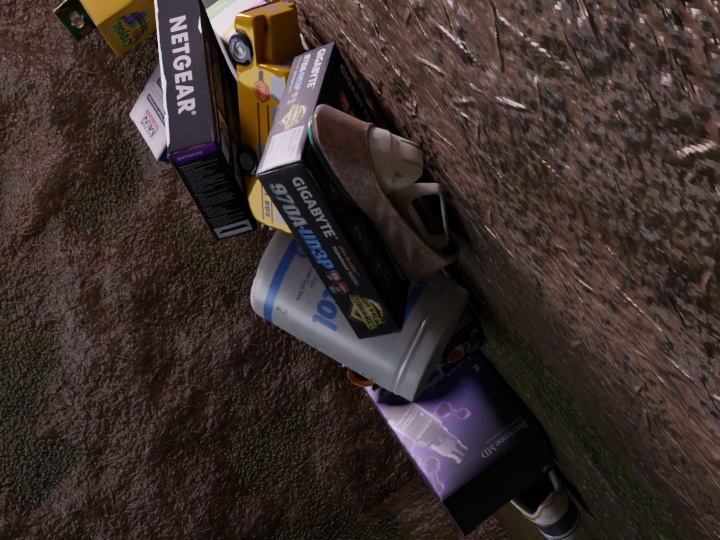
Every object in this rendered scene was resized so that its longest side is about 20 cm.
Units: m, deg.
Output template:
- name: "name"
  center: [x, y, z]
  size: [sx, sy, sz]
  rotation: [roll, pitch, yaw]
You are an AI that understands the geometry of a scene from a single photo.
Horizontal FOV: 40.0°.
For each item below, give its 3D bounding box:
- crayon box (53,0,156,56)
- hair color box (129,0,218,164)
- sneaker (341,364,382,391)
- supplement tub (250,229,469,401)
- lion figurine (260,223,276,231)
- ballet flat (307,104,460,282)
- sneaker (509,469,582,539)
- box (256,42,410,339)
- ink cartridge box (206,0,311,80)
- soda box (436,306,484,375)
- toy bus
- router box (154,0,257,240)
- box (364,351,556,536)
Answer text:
- name: "crayon box"
  center: [-0.260, -0.330, 1.185]
  size: [0.051, 0.199, 0.127]
  rotation: [54, 176, 1]
- name: "hair color box"
  center: [-0.201, -0.238, 1.227]
  size: [0.060, 0.201, 0.100]
  rotation: [11, -147, -47]
- name: "sneaker"
  center: [0.005, 0.096, 1.247]
  size: [0.077, 0.113, 0.200]
  rotation: [34, 154, -8]
- name: "supplement tub"
  center: [-0.002, 0.030, 1.019]
  size: [0.197, 0.134, 0.132]
  rotation: [28, 170, 10]
- name: "lion figurine"
  center: [-0.158, -0.122, 1.328]
  size: [0.200, 0.071, 0.125]
  rotation: [36, -129, -80]
- name: "ballet flat"
  center: [0.029, -0.068, 0.808]
  size: [0.201, 0.066, 0.069]
  rotation: [52, -149, -45]
- name: "sneaker"
  center: [0.205, 0.260, 1.270]
  size: [0.080, 0.078, 0.200]
  rotation: [54, 170, -35]
- name: "box"
  center: [-0.011, -0.066, 0.858]
  size: [0.201, 0.045, 0.161]
  rotation: [59, -150, -37]
- name: "ink cartridge box"
  center: [-0.095, -0.218, 1.061]
  size: [0.118, 0.067, 0.200]
  rotation: [59, 175, -37]
- name: "soda box"
  center: [0.060, 0.018, 1.143]
  size: [0.201, 0.063, 0.071]
  rotation: [54, 176, 29]
- name: "toy bus"
  center: [-0.071, -0.143, 0.931]
  size: [0.077, 0.065, 0.204]
  rotation: [20, 124, 33]
- name: "router box"
  center: [-0.155, -0.157, 0.995]
  size: [0.150, 0.050, 0.203]
  rotation: [71, -174, -59]
- name: "box"
  center: [0.121, 0.192, 1.216]
  size: [0.200, 0.147, 0.105]
  rotation: [50, 174, 42]
